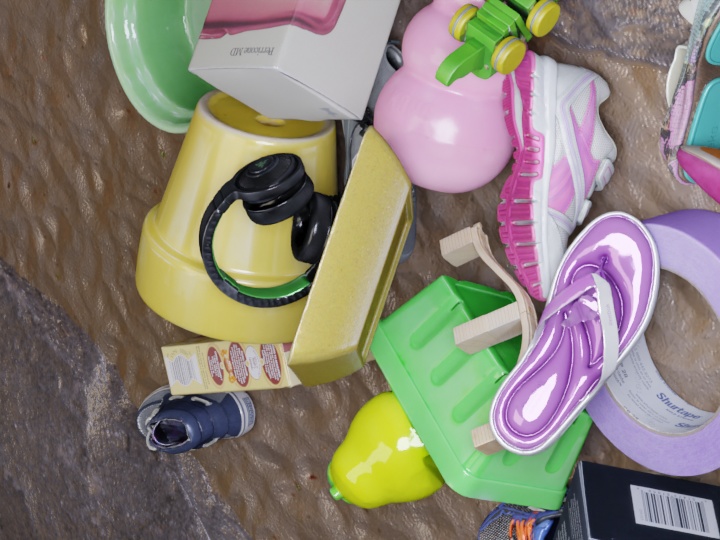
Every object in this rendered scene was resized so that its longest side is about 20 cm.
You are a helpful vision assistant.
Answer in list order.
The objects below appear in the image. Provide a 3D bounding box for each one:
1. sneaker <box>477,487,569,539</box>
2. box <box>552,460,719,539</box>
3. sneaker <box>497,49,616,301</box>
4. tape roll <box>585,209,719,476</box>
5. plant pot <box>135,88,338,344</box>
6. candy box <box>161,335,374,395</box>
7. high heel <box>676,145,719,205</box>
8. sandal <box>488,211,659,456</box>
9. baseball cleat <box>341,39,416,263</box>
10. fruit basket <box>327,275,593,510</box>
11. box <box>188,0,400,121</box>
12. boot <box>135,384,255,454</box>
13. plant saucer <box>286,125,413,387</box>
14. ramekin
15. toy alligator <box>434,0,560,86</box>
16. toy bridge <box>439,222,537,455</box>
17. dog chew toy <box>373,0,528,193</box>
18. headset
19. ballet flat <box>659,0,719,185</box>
[{"bbox_3d":[0.167,0.225,1.557,0.200,0.078,0.076,-19,87,50],"label":"sneaker"},{"bbox_3d":[0.222,0.271,1.434,0.107,0.147,0.201,-87,8,-60],"label":"box"},{"bbox_3d":[0.164,-0.075,1.448,0.081,0.088,0.201,-147,58,-71],"label":"sneaker"},{"bbox_3d":[0.254,0.056,1.417,0.200,0.065,0.201,19,116,45],"label":"tape roll"},{"bbox_3d":[-0.100,-0.060,1.680,0.200,0.200,0.190,34,124,37],"label":"plant pot"},{"bbox_3d":[-0.092,0.081,1.779,0.199,0.115,0.056,-7,97,49],"label":"candy box"},{"bbox_3d":[0.305,-0.013,1.318,0.199,0.067,0.096,30,115,14],"label":"high heel"},{"bbox_3d":[0.166,0.052,1.369,0.082,0.050,0.203,27,93,13],"label":"sandal"},{"bbox_3d":[0.028,-0.106,1.620,0.106,0.070,0.201,-10,95,50],"label":"baseball cleat"},{"bbox_3d":[0.072,0.133,1.547,0.215,0.155,0.217,-18,66,46],"label":"fruit basket"},{"bbox_3d":[-0.046,-0.242,1.565,0.127,0.109,0.201,5,73,47],"label":"box"},{"bbox_3d":[-0.207,0.164,1.956,0.200,0.090,0.073,-15,90,50],"label":"boot"},{"bbox_3d":[0.000,0.000,1.489,0.048,0.200,0.201,18,82,5],"label":"plant saucer"},{"bbox_3d":[-0.154,-0.240,1.763,0.199,0.097,0.201,18,114,45],"label":"ramekin"},{"bbox_3d":[0.133,-0.212,1.428,0.059,0.200,0.054,38,171,23],"label":"toy alligator"},{"bbox_3d":[0.109,0.046,1.458,0.067,0.027,0.201,-24,55,26],"label":"toy bridge"},{"bbox_3d":[0.084,-0.169,1.503,0.124,0.124,0.201,32,116,39],"label":"dog chew toy"},{"bbox_3d":[-0.056,-0.060,1.578,0.200,0.123,0.094,-44,28,11],"label":"headset"},{"bbox_3d":[0.262,-0.161,1.346,0.071,0.069,0.201,52,138,45],"label":"ballet flat"}]
